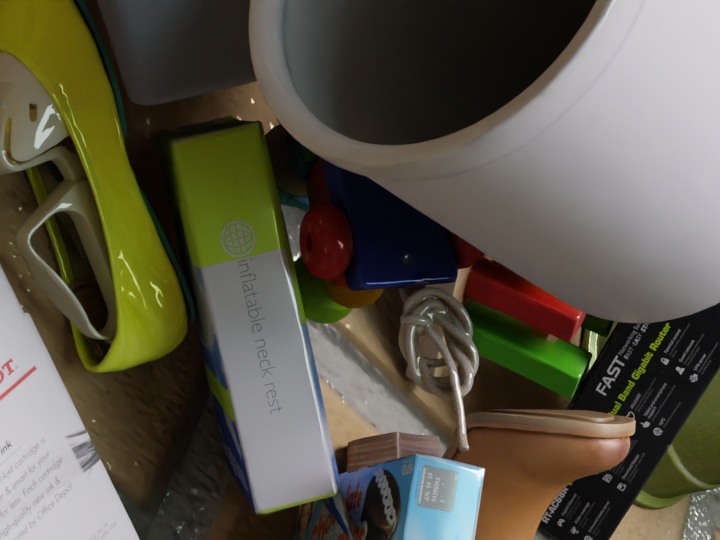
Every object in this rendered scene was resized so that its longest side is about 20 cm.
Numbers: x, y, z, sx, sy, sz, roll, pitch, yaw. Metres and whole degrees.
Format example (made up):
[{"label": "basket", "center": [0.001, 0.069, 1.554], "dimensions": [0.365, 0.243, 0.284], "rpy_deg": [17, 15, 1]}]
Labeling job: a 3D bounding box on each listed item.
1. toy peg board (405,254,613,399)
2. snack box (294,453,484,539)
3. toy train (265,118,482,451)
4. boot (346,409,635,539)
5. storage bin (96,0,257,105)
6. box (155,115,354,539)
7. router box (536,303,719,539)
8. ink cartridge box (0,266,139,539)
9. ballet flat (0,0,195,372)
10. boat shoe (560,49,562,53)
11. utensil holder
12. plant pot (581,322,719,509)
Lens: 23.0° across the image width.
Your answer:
[{"label": "toy peg board", "center": [0.123, -0.044, 1.025], "dimensions": [0.200, 0.098, 0.199], "rpy_deg": [-56, 164, -39]}, {"label": "snack box", "center": [0.003, 0.156, 0.860], "dimensions": [0.037, 0.200, 0.116], "rpy_deg": [13, 76, -14]}, {"label": "toy train", "center": [0.000, 0.000, 0.837], "dimensions": [0.085, 0.116, 0.200], "rpy_deg": [-5, 75, -25]}, {"label": "boot", "center": [0.072, 0.155, 0.933], "dimensions": [0.074, 0.200, 0.155], "rpy_deg": [5, 74, -40]}, {"label": "storage bin", "center": [-0.074, -0.163, 0.785], "dimensions": [0.145, 0.200, 0.134], "rpy_deg": [-15, 113, -7]}, {"label": "box", "center": [-0.053, 0.028, 0.858], "dimensions": [0.048, 0.122, 0.200], "rpy_deg": [-13, 98, -9]}, {"label": "router box", "center": [0.176, 0.058, 1.075], "dimensions": [0.200, 0.062, 0.150], "rpy_deg": [-63, 171, 27]}, {"label": "ink cartridge box", "center": [-0.171, 0.096, 0.738], "dimensions": [0.116, 0.067, 0.200], "rpy_deg": [-44, 121, -44]}, {"label": "ballet flat", "center": [-0.135, -0.043, 0.807], "dimensions": [0.067, 0.067, 0.200], "rpy_deg": [-32, 113, -34]}, {"label": "boat shoe", "center": [0.117, -0.091, 0.885], "dimensions": [0.200, 0.057, 0.067], "rpy_deg": [44, 57, -39]}, {"label": "utensil holder", "center": [0.081, -0.084, 0.720], "dimensions": [0.200, 0.170, 0.170], "rpy_deg": [30, 63, -50]}, {"label": "plant pot", "center": [0.285, 0.065, 1.225], "dimensions": [0.200, 0.190, 0.200], "rpy_deg": [9, 79, -51]}]
